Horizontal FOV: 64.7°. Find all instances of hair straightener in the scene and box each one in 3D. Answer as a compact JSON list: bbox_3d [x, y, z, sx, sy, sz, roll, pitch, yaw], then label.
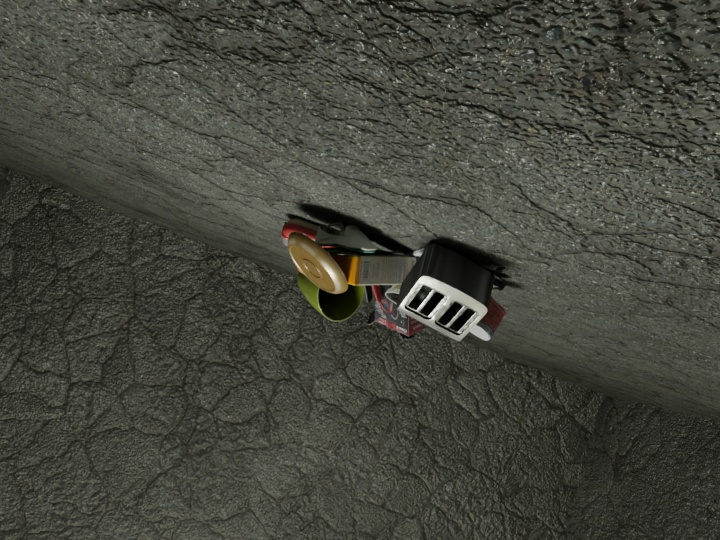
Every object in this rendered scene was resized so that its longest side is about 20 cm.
[{"bbox_3d":[0.000,0.000,1.607,0.076,0.041,0.203,-6,115,33],"label":"hair straightener"}]

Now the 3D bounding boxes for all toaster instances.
[{"bbox_3d":[0.199,0.048,1.306,0.178,0.120,0.201,26,137,-5],"label":"toaster"}]

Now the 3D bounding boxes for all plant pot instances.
[{"bbox_3d":[-0.114,-0.011,1.417,0.199,0.028,0.201,36,158,17],"label":"plant pot"},{"bbox_3d":[-0.116,0.047,1.842,0.185,0.191,0.198,25,175,-40],"label":"plant pot"}]

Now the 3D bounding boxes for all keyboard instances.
[{"bbox_3d":[0.159,-0.036,1.477,0.055,0.011,0.200,16,173,-9],"label":"keyboard"}]

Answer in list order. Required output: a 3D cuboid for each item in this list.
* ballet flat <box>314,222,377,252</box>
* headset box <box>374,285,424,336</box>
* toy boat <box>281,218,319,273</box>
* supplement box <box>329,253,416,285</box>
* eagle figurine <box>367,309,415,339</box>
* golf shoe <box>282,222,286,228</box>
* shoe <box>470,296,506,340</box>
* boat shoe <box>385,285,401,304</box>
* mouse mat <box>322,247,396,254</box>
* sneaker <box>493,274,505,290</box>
[{"bbox_3d":[-0.041,-0.086,1.423,0.197,0.071,0.069,10,168,41],"label":"ballet flat"},{"bbox_3d":[0.111,0.084,1.637,0.074,0.205,0.147,-17,-156,-37],"label":"headset box"},{"bbox_3d":[-0.138,-0.051,1.598,0.196,0.133,0.131,19,157,3],"label":"toy boat"},{"bbox_3d":[0.030,-0.008,1.464,0.197,0.075,0.125,0,-173,-38],"label":"supplement box"},{"bbox_3d":[0.119,0.104,1.800,0.149,0.204,0.151,20,176,-26],"label":"eagle figurine"},{"bbox_3d":[-0.171,-0.063,1.709,0.199,0.088,0.077,41,170,13],"label":"golf shoe"},{"bbox_3d":[0.272,0.090,1.458,0.198,0.091,0.072,32,156,25],"label":"shoe"},{"bbox_3d":[0.146,0.091,1.469,0.201,0.064,0.076,38,143,43],"label":"boat shoe"},{"bbox_3d":[-0.025,-0.051,1.444,0.197,0.008,0.159,-4,-170,-44],"label":"mouse mat"},{"bbox_3d":[0.261,0.038,1.413,0.197,0.092,0.070,15,172,32],"label":"sneaker"}]
